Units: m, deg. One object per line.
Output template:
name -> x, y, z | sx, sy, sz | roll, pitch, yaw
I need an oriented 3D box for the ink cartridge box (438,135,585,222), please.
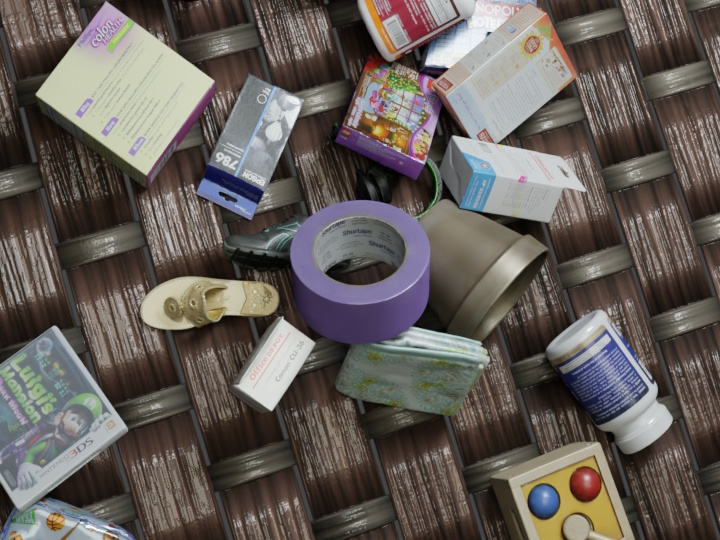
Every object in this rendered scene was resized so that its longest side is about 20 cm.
ink cartridge box -> 0.233, -0.137, 1.720 | 0.196, 0.116, 0.069 | 8, 122, -21

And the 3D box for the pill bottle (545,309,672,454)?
pill bottle -> 0.384, 0.173, 1.720 | 0.115, 0.116, 0.201 | -36, 89, -13

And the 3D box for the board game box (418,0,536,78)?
board game box -> 0.193, -0.408, 1.795 | 0.196, 0.062, 0.204 | 3, 82, -10

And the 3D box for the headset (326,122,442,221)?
headset -> 0.036, -0.154, 1.714 | 0.199, 0.094, 0.124 | 35, 77, 4

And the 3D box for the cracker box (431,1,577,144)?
cracker box -> 0.224, -0.295, 1.732 | 0.199, 0.058, 0.134 | -39, 129, 0

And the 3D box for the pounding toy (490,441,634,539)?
pounding toy -> 0.326, 0.373, 1.668 | 0.181, 0.142, 0.203 | -19, 85, -12

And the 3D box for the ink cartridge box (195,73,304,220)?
ink cartridge box -> -0.168, -0.190, 1.711 | 0.098, 0.039, 0.203 | 23, 79, -7

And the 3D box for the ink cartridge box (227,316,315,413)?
ink cartridge box -> -0.127, 0.137, 1.589 | 0.067, 0.200, 0.117 | 34, 78, -4

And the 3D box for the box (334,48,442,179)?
box -> 0.050, -0.242, 1.707 | 0.135, 0.039, 0.202 | 24, 46, -7

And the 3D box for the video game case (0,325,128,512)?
video game case -> -0.453, 0.204, 1.575 | 0.181, 0.023, 0.200 | -37, 67, -13

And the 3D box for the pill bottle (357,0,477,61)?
pill bottle -> 0.103, -0.413, 1.700 | 0.198, 0.113, 0.114 | -26, 87, 12

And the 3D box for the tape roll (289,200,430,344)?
tape roll -> 0.000, 0.000, 1.579 | 0.196, 0.086, 0.202 | -1, 46, 1

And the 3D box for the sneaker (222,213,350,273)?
sneaker -> -0.113, -0.042, 1.691 | 0.196, 0.075, 0.081 | 4, 71, -19

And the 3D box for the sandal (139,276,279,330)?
sandal -> -0.222, 0.043, 1.652 | 0.207, 0.070, 0.079 | -3, 82, -11

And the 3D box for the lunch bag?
lunch bag -> -0.422, 0.413, 1.563 | 0.197, 0.076, 0.163 | 22, 81, -7

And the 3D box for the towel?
towel -> 0.073, 0.148, 1.641 | 0.196, 0.172, 0.049 | 12, 52, -8

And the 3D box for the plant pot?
plant pot -> 0.156, -0.006, 1.683 | 0.173, 0.200, 0.200 | 40, 77, 15

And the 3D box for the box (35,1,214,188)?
box -> -0.346, -0.257, 1.659 | 0.199, 0.097, 0.177 | 35, 78, -5
